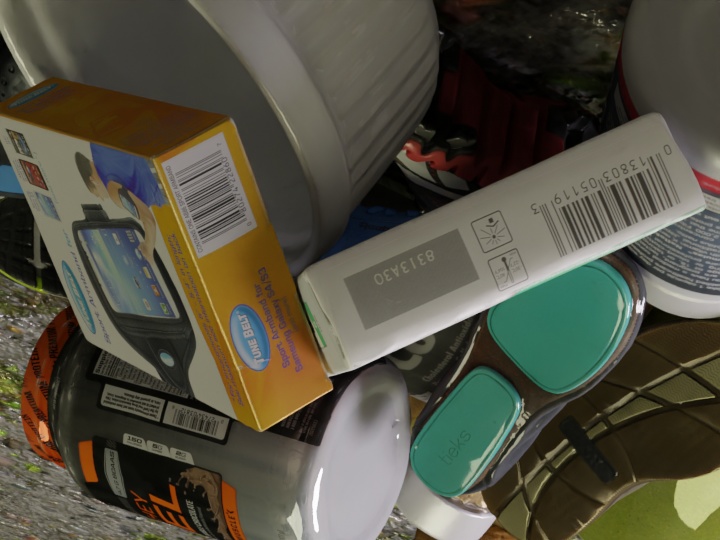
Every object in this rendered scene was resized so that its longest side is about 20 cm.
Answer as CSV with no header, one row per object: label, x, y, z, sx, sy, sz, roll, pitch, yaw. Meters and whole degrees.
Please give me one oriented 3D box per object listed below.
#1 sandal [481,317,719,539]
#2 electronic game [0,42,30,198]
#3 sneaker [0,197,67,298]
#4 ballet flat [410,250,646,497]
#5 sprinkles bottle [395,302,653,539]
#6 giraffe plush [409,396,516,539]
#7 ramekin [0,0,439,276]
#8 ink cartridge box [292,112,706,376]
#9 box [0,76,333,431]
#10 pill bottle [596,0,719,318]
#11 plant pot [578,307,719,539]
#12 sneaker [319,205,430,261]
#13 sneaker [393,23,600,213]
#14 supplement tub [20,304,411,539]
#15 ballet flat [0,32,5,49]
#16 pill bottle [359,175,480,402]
sandal,0.143,0.080,0.983,0.200,0.054,0.081,-39,85,40
electronic game,-0.146,-0.099,0.956,0.198,0.042,0.201,-11,149,-7
sneaker,-0.142,-0.018,1.145,0.199,0.075,0.081,0,177,-33
ballet flat,0.088,0.040,0.939,0.073,0.073,0.200,20,136,-15
sprinkles bottle,0.091,0.062,1.047,0.068,0.068,0.201,23,118,-21
giraffe plush,0.089,0.158,1.308,0.199,0.163,0.172,13,-173,-33
ramekin,-0.058,-0.105,0.809,0.200,0.105,0.201,35,154,20
ink cartridge box,0.039,-0.003,0.811,0.160,0.050,0.200,-24,177,-12
box,-0.093,-0.014,0.783,0.199,0.041,0.120,16,131,57
pill bottle,0.166,-0.055,0.849,0.119,0.120,0.200,13,158,5
plant pot,0.219,0.058,1.047,0.186,0.188,0.200,18,144,-10
sneaker,0.017,-0.010,0.948,0.199,0.079,0.066,-17,156,12
sneaker,0.041,-0.069,0.961,0.199,0.071,0.098,25,154,-28
supplement tub,-0.082,0.084,1.045,0.199,0.123,0.123,13,160,27
ballet flat,-0.188,-0.093,1.056,0.068,0.069,0.200,2,155,29
pill bottle,0.000,0.000,1.100,0.199,0.114,0.113,24,157,-24
